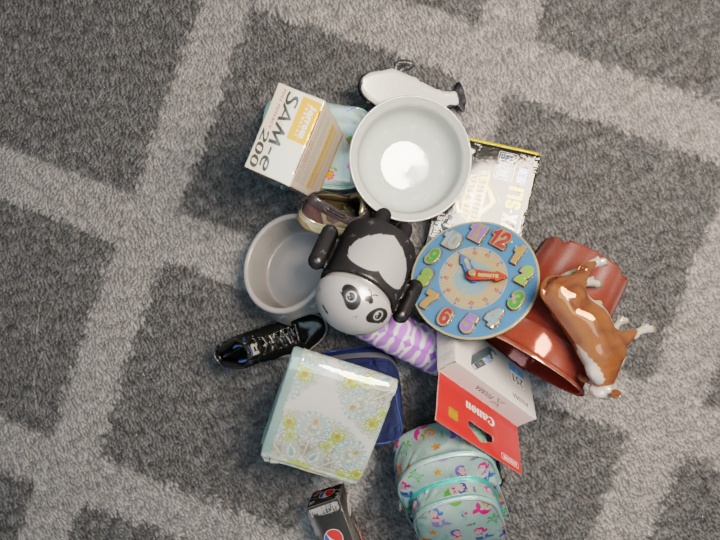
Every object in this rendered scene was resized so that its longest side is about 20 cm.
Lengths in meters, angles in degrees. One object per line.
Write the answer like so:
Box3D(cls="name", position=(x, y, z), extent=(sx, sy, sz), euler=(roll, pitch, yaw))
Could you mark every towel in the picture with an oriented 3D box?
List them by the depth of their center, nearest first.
Box3D(cls="towel", position=(-0.053, 0.230, 0.831), extent=(0.171, 0.048, 0.200), euler=(17, 106, -6))

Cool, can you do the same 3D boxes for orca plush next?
Box3D(cls="orca plush", position=(0.083, -0.314, 0.937), extent=(0.200, 0.071, 0.105), euler=(-14, 107, -16))

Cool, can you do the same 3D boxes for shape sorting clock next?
Box3D(cls="shape sorting clock", position=(0.175, 0.011, 0.830), extent=(0.199, 0.039, 0.200), euler=(-8, 61, 15))

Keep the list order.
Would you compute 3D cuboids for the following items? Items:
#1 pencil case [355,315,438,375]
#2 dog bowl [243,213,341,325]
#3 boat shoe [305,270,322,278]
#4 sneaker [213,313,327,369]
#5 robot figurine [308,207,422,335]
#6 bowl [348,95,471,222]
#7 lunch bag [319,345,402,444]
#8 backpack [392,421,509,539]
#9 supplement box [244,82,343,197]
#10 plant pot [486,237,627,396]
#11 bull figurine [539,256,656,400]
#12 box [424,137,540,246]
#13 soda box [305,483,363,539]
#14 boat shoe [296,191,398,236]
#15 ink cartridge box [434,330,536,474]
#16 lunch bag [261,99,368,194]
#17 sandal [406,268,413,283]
Box3D(cls="pencil case", position=(0.068, 0.105, 0.902), extent=(0.200, 0.084, 0.086), euler=(27, 86, -13))
Box3D(cls="dog bowl", position=(-0.115, -0.007, 0.918), extent=(0.200, 0.059, 0.201), euler=(-8, 72, 25))
Box3D(cls="boat shoe", position=(0.000, 0.000, 0.945), extent=(0.200, 0.072, 0.065), euler=(-22, 94, 10))
Box3D(cls="sneaker", position=(-0.158, 0.132, 0.935), extent=(0.200, 0.112, 0.073), euler=(-18, 89, 5))
Box3D(cls="robot figurine", position=(0.011, 0.001, 0.809), extent=(0.150, 0.125, 0.200), euler=(13, 58, 22))
Box3D(cls="bowl", position=(0.078, -0.180, 0.892), extent=(0.201, 0.090, 0.202), euler=(0, 92, -4))
Box3D(cls="lunch bag", position=(-0.029, 0.215, 0.917), extent=(0.199, 0.132, 0.136), euler=(-7, 106, 4))
Box3D(cls="backpack", position=(0.143, 0.344, 0.858), extent=(0.177, 0.151, 0.200), euler=(-15, 117, 6))
Box3D(cls="supplement box", position=(-0.093, -0.186, 0.809), extent=(0.073, 0.200, 0.126), euler=(24, 93, 4))
Box3D(cls="plant pot", position=(0.316, 0.066, 0.865), extent=(0.201, 0.201, 0.195), euler=(33, 84, 4))
Box3D(cls="bull figurine", position=(0.332, 0.081, 0.745), extent=(0.121, 0.065, 0.200), euler=(-34, 93, -19))
Box3D(cls="box", position=(0.212, -0.122, 0.937), extent=(0.159, 0.049, 0.200), euler=(14, 91, 3))
Box3D(cls="soda box", position=(-0.030, 0.493, 0.944), extent=(0.063, 0.071, 0.200), euler=(-20, 88, 6))
Box3D(cls="boat shoe", position=(-0.009, -0.097, 0.894), extent=(0.065, 0.200, 0.072), euler=(-57, 46, 37))
Box3D(cls="ink cartridge box", position=(0.202, 0.197, 0.844), extent=(0.200, 0.176, 0.045), euler=(36, 127, -23))
Box3D(cls="lunch bag", position=(-0.084, -0.216, 0.947), extent=(0.199, 0.077, 0.161), euler=(9, 92, 5))
Box3D(cls="sandal", position=(0.103, 0.028, 0.926), extent=(0.200, 0.080, 0.054), euler=(-28, 66, 10))
